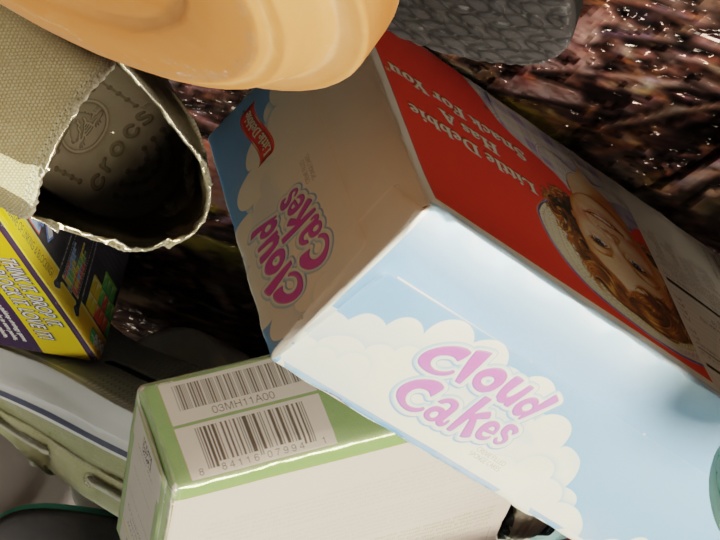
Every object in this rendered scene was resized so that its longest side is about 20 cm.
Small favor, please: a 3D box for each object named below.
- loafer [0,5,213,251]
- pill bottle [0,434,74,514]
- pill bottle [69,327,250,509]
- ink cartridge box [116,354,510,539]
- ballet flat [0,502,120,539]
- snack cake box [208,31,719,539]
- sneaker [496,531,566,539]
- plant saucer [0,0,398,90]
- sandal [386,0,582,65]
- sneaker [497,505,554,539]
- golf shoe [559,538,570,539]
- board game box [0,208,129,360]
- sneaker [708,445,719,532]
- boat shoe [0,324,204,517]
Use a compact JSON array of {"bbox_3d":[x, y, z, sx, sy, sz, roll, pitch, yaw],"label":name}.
[{"bbox_3d":[-0.112,-0.059,0.743,0.200,0.076,0.068,23,-171,-48],"label":"loafer"},{"bbox_3d":[-0.137,0.132,1.250,0.114,0.114,0.200,4,159,27],"label":"pill bottle"},{"bbox_3d":[-0.027,0.107,1.100,0.113,0.113,0.200,-4,154,42],"label":"pill bottle"},{"bbox_3d":[-0.016,0.095,0.917,0.145,0.048,0.200,-13,151,-19],"label":"ink cartridge box"},{"bbox_3d":[-0.060,0.151,1.006,0.200,0.073,0.073,21,160,-22],"label":"ballet flat"},{"bbox_3d":[0.056,0.016,0.752,0.200,0.115,0.067,33,114,-31],"label":"snack cake box"},{"bbox_3d":[0.128,0.170,1.108,0.082,0.074,0.200,-8,116,44],"label":"sneaker"},{"bbox_3d":[-0.083,-0.104,0.597,0.200,0.032,0.200,30,165,9],"label":"plant saucer"},{"bbox_3d":[-0.022,-0.120,0.593,0.200,0.045,0.075,35,150,-12],"label":"sandal"},{"bbox_3d":[0.104,0.063,0.945,0.086,0.078,0.200,12,161,-2],"label":"sneaker"},{"bbox_3d":[0.099,0.124,0.936,0.200,0.073,0.092,-10,150,-40],"label":"golf shoe"},{"bbox_3d":[-0.187,-0.037,0.907,0.165,0.057,0.200,9,160,11],"label":"board game box"},{"bbox_3d":[0.190,0.011,0.665,0.200,0.078,0.140,-23,156,-15],"label":"sneaker"},{"bbox_3d":[-0.121,0.055,1.012,0.072,0.062,0.200,-10,-156,-38],"label":"boat shoe"}]
